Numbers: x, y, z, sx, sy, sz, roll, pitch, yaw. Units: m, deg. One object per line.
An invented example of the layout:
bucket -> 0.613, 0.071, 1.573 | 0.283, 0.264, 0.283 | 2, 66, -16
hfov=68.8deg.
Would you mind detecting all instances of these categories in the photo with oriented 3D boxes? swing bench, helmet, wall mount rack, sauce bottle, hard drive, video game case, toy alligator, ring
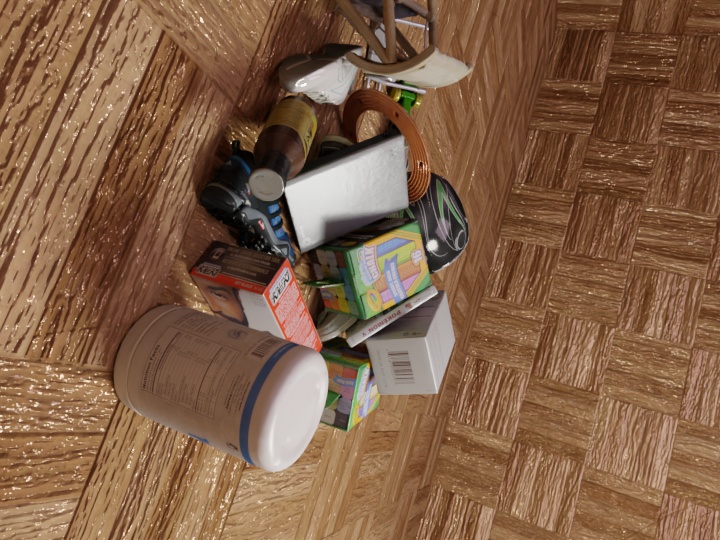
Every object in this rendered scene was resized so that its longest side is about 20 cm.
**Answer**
swing bench -> 0.054, -0.363, 0.771 | 0.199, 0.129, 0.201 | -25, 95, -62
helmet -> 0.126, -0.111, 1.128 | 0.191, 0.199, 0.200 | 54, 47, -26
wall mount rack -> 0.071, -0.402, 0.966 | 0.174, 0.074, 0.201 | -24, 126, -63
sauce bottle -> -0.095, -0.151, 0.643 | 0.201, 0.064, 0.065 | -82, 170, -51
hard drive -> -0.022, -0.122, 0.815 | 0.199, 0.033, 0.140 | -24, 137, -14
video game case -> 0.050, 0.067, 1.009 | 0.023, 0.182, 0.200 | 57, 2, -7
toy alligator -> 0.085, -0.338, 1.061 | 0.054, 0.059, 0.202 | 176, -78, -68
ring -> 0.043, -0.202, 0.860 | 0.019, 0.200, 0.201 | -38, 142, -25

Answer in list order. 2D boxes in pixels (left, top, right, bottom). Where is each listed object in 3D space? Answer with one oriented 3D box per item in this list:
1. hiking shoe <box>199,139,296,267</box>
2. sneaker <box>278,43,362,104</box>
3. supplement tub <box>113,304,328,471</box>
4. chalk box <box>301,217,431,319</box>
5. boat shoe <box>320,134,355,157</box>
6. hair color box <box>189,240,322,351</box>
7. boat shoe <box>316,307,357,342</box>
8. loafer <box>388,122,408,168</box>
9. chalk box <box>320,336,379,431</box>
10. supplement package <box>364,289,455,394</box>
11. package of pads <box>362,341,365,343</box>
hiking shoe -> -0.124, -0.071, 0.688 | 0.087, 0.074, 0.200 | -67, 156, -21
sneaker -> -0.049, -0.274, 0.758 | 0.200, 0.070, 0.081 | -47, 147, -52
supplement tub -> -0.148, 0.123, 0.576 | 0.132, 0.199, 0.133 | -45, 142, -51
chalk box -> 0.000, 0.000, 0.888 | 0.199, 0.125, 0.125 | -25, 110, -30
boat shoe -> -0.025, -0.147, 0.890 | 0.201, 0.071, 0.066 | 65, 39, -64
hair color box -> -0.131, 0.058, 0.700 | 0.201, 0.110, 0.064 | 77, 34, -48
boat shoe -> -0.035, 0.065, 1.011 | 0.065, 0.074, 0.202 | 54, 44, -12
loafer -> 0.065, -0.248, 1.073 | 0.063, 0.072, 0.201 | 56, 43, -39
chalk box -> -0.045, 0.209, 0.984 | 0.200, 0.124, 0.125 | -5, 108, -68
supplement package -> 0.102, 0.133, 1.008 | 0.200, 0.117, 0.118 | -47, 126, -61
package of pads -> 0.056, 0.161, 1.277 | 0.200, 0.068, 0.155 | 49, 57, -63
